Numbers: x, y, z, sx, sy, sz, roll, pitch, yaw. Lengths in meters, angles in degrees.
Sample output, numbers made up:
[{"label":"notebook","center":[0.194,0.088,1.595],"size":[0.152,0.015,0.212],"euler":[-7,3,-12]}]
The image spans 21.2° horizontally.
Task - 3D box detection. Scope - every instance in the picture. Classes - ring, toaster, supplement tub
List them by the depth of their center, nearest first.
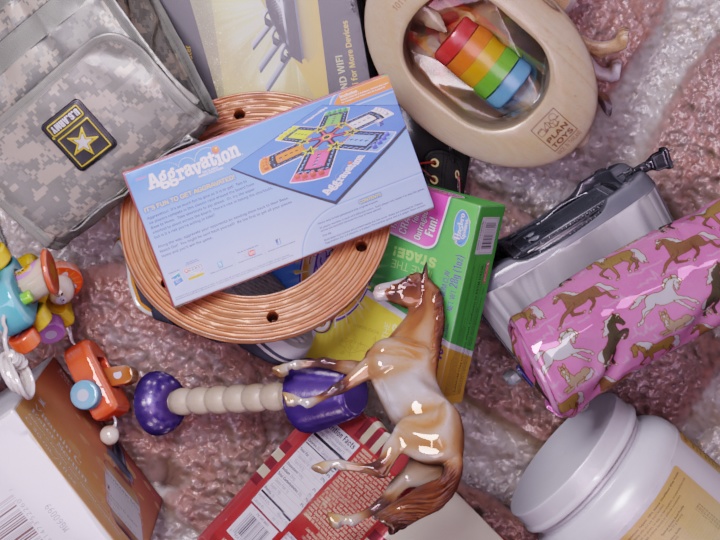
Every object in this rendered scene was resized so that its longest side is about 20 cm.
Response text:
[{"label":"ring","center":[-0.076,-0.039,1.400],"size":[0.200,0.019,0.201],"euler":[-1,66,3]},{"label":"toaster","center":[0.181,0.008,1.477],"size":[0.200,0.114,0.129],"euler":[-32,102,-1]},{"label":"supplement tub","center":[0.230,0.204,1.490],"size":[0.200,0.145,0.145],"euler":[41,95,-7]}]

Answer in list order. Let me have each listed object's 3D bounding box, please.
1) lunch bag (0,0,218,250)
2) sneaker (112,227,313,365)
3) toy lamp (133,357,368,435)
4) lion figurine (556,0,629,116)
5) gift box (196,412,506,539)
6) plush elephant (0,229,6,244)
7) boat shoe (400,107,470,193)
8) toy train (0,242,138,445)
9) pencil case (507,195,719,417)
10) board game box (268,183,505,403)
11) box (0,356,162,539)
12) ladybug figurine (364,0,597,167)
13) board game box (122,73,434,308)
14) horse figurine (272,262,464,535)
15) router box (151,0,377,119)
[{"label":"lunch bag","center":[-0.214,-0.136,1.394],"size":[0.164,0.118,0.200],"euler":[-37,74,16]},{"label":"sneaker","center":[-0.115,0.018,1.453],"size":[0.079,0.078,0.200],"euler":[-53,56,17]},{"label":"toy lamp","center":[-0.082,0.098,1.452],"size":[0.200,0.058,0.058],"euler":[-8,101,37]},{"label":"lion figurine","center":[0.147,-0.220,1.462],"size":[0.122,0.072,0.201],"euler":[5,102,4]},{"label":"gift box","center":[0.003,0.232,1.447],"size":[0.200,0.185,0.187],"euler":[-46,126,-1]},{"label":"plush elephant","center":[-0.347,-0.014,1.438],"size":[0.164,0.200,0.155],"euler":[20,75,-18]},{"label":"boat shoe","center":[0.047,-0.066,1.485],"size":[0.073,0.063,0.202],"euler":[4,96,2]},{"label":"toy train","center":[-0.218,0.046,1.426],"size":[0.056,0.200,0.151],"euler":[-28,75,6]},{"label":"pencil case","center":[0.205,0.026,1.387],"size":[0.200,0.087,0.083],"euler":[-30,61,-4]},{"label":"board game box","center":[0.000,0.000,1.449],"size":[0.200,0.040,0.154],"euler":[17,100,31]},{"label":"box","center":[-0.240,0.170,1.437],"size":[0.106,0.200,0.152],"euler":[-36,98,5]},{"label":"ladybug figurine","center":[0.092,-0.160,1.430],"size":[0.200,0.072,0.136],"euler":[42,107,-9]},{"label":"board game box","center":[-0.057,-0.057,1.359],"size":[0.199,0.019,0.103],"euler":[-21,100,-6]},{"label":"horse figurine","center":[0.021,0.100,1.339],"size":[0.132,0.200,0.050],"euler":[-18,144,-6]},{"label":"router box","center":[-0.076,-0.199,1.453],"size":[0.157,0.052,0.201],"euler":[-9,99,9]}]
